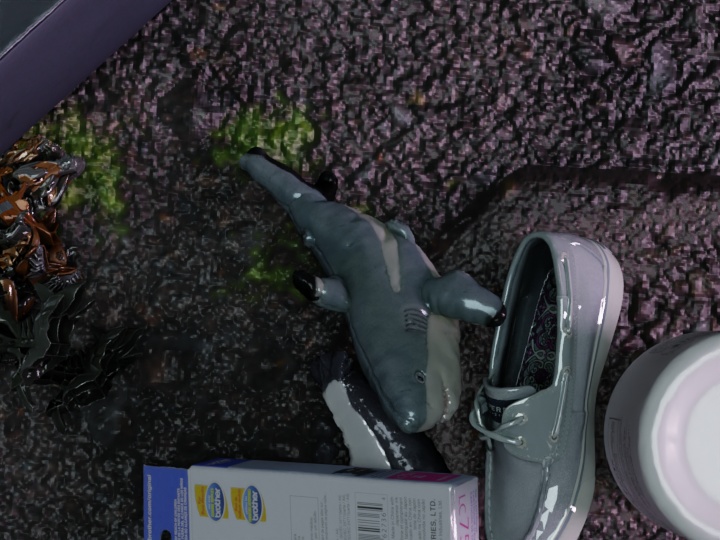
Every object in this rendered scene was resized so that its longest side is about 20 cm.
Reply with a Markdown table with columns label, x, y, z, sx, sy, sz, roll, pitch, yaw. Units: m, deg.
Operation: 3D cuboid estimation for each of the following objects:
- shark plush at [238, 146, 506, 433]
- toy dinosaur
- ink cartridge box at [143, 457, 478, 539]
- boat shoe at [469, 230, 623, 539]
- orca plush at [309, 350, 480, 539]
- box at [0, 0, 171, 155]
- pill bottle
| label | x | y | z | sx | sy | sz | roll | pitch | yaw |
| --- | --- | --- | --- | --- | --- | --- | --- | --- | --- |
| shark plush | 0.000 | 0.000 | 1.162 | 0.083 | 0.091 | 0.200 | -19 | 74 | -40 |
| toy dinosaur | -0.205 | 0.025 | 1.178 | 0.135 | 0.102 | 0.201 | 25 | 102 | 24 |
| ink cartridge box | -0.029 | 0.168 | 1.156 | 0.199 | 0.042 | 0.120 | 1 | 96 | 25 |
| boat shoe | 0.093 | 0.074 | 1.169 | 0.071 | 0.070 | 0.201 | 18 | 80 | -43 |
| orca plush | 0.032 | 0.134 | 1.194 | 0.105 | 0.071 | 0.200 | -42 | 75 | 42 |
| box | -0.234 | -0.182 | 1.147 | 0.197 | 0.117 | 0.200 | -42 | 79 | -2 |
| pill bottle | 0.192 | 0.090 | 1.115 | 0.114 | 0.200 | 0.115 | 0 | 88 | -1 |
